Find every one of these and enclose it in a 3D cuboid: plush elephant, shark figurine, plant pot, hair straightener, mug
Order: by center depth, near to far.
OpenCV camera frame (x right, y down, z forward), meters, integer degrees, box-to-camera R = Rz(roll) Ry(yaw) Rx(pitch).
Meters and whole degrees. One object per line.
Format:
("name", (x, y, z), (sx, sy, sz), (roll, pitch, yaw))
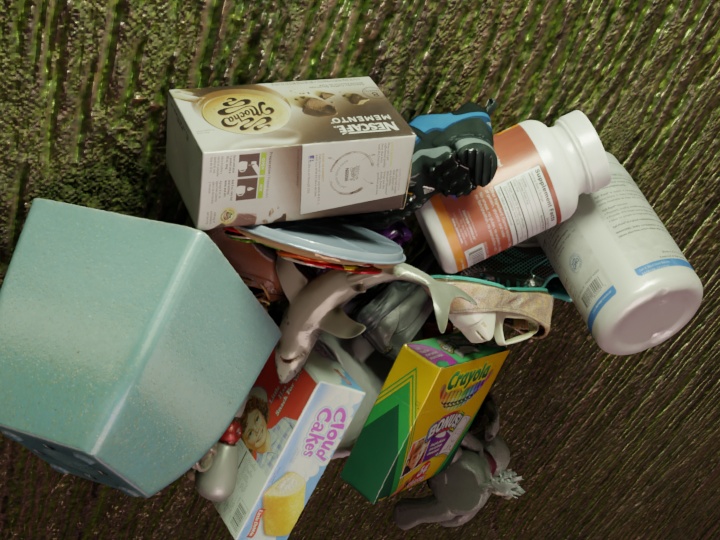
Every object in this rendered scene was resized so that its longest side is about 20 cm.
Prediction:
("plant pot", (-0.219, 0.083, 0.997), (0.193, 0.203, 0.197), (10, 154, 25))
("shark figurine", (0.001, 0.019, 1.121), (0.211, 0.130, 0.089), (-19, 179, 14))
("mug", (-0.003, 0.128, 1.307), (0.174, 0.148, 0.201), (4, 132, -52))
("hair straightener", (0.104, 0.074, 1.360), (0.040, 0.078, 0.201), (-3, 153, 12))
("plush elephant", (0.155, 0.281, 1.616), (0.196, 0.168, 0.155), (0, -168, 19))

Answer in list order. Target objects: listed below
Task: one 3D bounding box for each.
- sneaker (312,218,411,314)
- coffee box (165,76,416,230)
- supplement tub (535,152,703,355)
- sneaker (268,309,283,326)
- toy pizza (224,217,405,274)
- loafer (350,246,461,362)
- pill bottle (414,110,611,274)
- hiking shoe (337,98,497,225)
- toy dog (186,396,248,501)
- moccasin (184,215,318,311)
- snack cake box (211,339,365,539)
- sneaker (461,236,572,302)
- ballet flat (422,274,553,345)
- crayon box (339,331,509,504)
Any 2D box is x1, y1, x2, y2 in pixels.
("sneaker", (0.000, 0.000, 1.192), (0.073, 0.088, 0.202), (-6, 141, -24))
("coffee box", (-0.063, -0.107, 0.983), (0.196, 0.114, 0.081), (-7, 129, -23))
("supplement tub", (0.281, -0.020, 1.241), (0.130, 0.202, 0.133), (-15, 145, -11))
("sneaker", (-0.143, 0.132, 1.245), (0.202, 0.074, 0.079), (-56, 144, 3))
("toy pizza", (-0.054, -0.030, 1.040), (0.198, 0.199, 0.032), (8, 103, -38))
("loafer", (0.080, 0.019, 1.237), (0.199, 0.073, 0.073), (-41, -179, -13))
("pill bottle", (0.155, -0.087, 1.156), (0.197, 0.113, 0.113), (-25, 145, 0))
("hiking shoe", (0.046, -0.105, 1.097), (0.197, 0.088, 0.075), (-12, 136, 23))
("toy dog", (-0.162, 0.126, 1.154), (0.095, 0.203, 0.132), (6, 153, 22))
("moccasin", (-0.107, 0.007, 1.133), (0.200, 0.073, 0.079), (28, 95, -50))
("snack cake box", (-0.089, 0.180, 1.194), (0.066, 0.115, 0.202), (19, 106, -37))
("sneaker", (0.181, 0.007, 1.310), (0.196, 0.092, 0.078), (-10, 142, -21))
("ballet flat", (0.145, 0.046, 1.205), (0.198, 0.069, 0.067), (7, 171, -40))
("crayon box", (0.078, 0.161, 1.267), (0.199, 0.058, 0.175), (-6, 125, -61))
